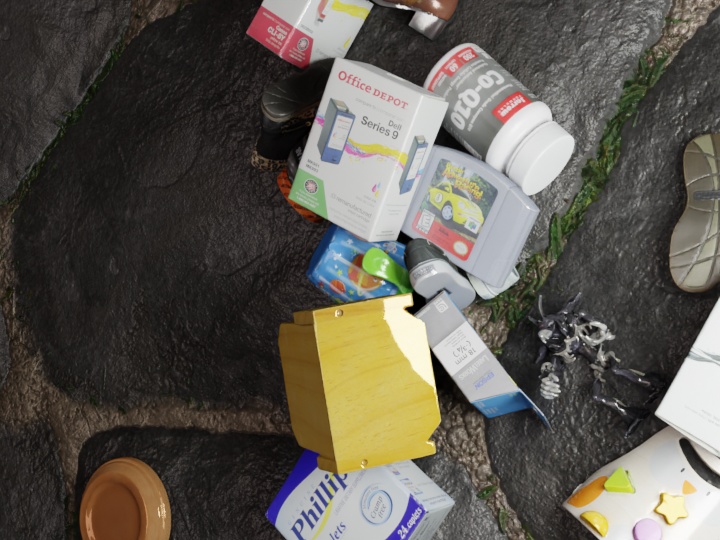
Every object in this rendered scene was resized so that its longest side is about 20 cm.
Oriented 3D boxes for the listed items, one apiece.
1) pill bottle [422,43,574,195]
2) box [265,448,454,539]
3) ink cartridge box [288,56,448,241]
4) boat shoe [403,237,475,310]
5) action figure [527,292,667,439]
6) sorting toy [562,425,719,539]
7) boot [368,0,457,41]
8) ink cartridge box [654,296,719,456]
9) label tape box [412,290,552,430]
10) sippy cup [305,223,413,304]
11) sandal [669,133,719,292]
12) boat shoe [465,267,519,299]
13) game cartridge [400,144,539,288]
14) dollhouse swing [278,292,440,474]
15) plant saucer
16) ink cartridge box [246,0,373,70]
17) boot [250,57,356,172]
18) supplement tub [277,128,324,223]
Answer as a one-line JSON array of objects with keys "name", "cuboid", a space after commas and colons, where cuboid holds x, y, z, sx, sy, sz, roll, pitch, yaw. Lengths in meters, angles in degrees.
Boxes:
[{"name": "pill bottle", "cuboid": [0.184, -0.202, 1.215, 0.200, 0.113, 0.114, 47, 107, 25]}, {"name": "box", "cuboid": [-0.004, 0.335, 1.269, 0.199, 0.104, 0.185, 38, 103, 27]}, {"name": "ink cartridge box", "cuboid": [0.009, -0.159, 1.191, 0.144, 0.087, 0.203, 29, 106, 25]}, {"name": "boat shoe", "cuboid": [0.104, 0.010, 1.190, 0.068, 0.200, 0.057, -26, 68, 8]}, {"name": "action figure", "cuboid": [0.281, 0.109, 1.136, 0.199, 0.101, 0.120, 39, 115, 25]}, {"name": "sorting toy", "cuboid": [0.372, 0.284, 1.083, 0.180, 0.107, 0.200, -45, 64, -3]}, {"name": "boot", "cuboid": [0.085, -0.457, 1.275, 0.186, 0.069, 0.202, 28, 102, -12]}, {"name": "ink cartridge box", "cuboid": [0.422, 0.102, 1.019, 0.082, 0.146, 0.202, 30, 92, 28]}, {"name": "label tape box", "cuboid": [0.157, 0.136, 1.172, 0.063, 0.144, 0.201, -38, 67, 3]}, {"name": "sippy cup", "cuboid": [0.000, 0.000, 1.253, 0.129, 0.141, 0.178, 30, 133, -10]}, {"name": "sandal", "cuboid": [0.422, -0.068, 1.106, 0.080, 0.055, 0.203, -1, 70, 23]}, {"name": "boat shoe", "cuboid": [0.161, -0.065, 1.243, 0.071, 0.070, 0.203, -27, 78, 22]}, {"name": "game cartridge", "cuboid": [0.131, -0.083, 1.196, 0.199, 0.041, 0.135, 32, 108, 25]}, {"name": "dollhouse swing", "cuboid": [-0.008, 0.143, 1.192, 0.179, 0.176, 0.204, -10, 90, -8]}, {"name": "plant saucer", "cuboid": [-0.406, 0.419, 1.525, 0.197, 0.037, 0.204, -4, 83, 28]}, {"name": "ink cartridge box", "cuboid": [-0.059, -0.404, 1.354, 0.083, 0.144, 0.202, 37, 103, 28]}, {"name": "boot", "cuboid": [-0.078, -0.233, 1.371, 0.073, 0.199, 0.151, 49, 146, 14]}, {"name": "supplement tub", "cuboid": [-0.022, -0.170, 1.323, 0.200, 0.122, 0.123, -42, 67, 18]}]
